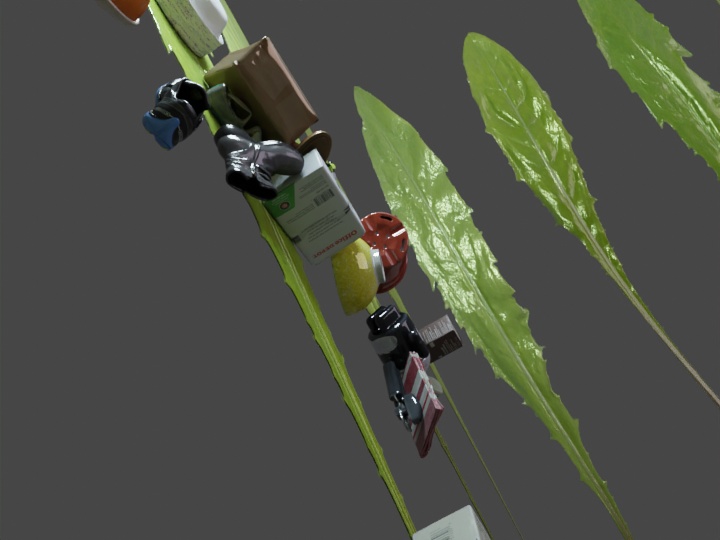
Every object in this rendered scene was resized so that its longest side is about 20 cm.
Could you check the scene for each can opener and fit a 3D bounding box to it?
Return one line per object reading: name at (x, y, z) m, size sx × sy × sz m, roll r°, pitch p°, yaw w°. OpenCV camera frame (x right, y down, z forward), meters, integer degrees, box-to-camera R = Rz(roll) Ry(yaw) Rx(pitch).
can opener at (0.101, 0.284, 1.283) m, size 0.054 × 0.066 × 0.201 m, roll 56°, pitch 12°, yaw -32°

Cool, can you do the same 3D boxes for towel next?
towel at (0.132, 0.301, 1.271) m, size 0.201 × 0.022 × 0.146 m, roll -113°, pitch -148°, yaw -58°

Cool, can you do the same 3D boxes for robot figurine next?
robot figurine at (0.098, 0.187, 1.418) m, size 0.202 × 0.124 × 0.150 m, roll 59°, pitch 7°, yaw -11°

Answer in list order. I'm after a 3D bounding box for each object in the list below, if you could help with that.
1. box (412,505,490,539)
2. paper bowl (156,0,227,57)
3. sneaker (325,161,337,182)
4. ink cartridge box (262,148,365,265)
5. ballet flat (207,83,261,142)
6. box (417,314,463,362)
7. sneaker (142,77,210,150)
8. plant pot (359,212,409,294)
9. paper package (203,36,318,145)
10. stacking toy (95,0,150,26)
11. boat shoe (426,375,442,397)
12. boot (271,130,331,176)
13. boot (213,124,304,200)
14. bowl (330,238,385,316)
box at (0.172, 0.483, 0.819) m, size 0.202 × 0.108 × 0.128 m, roll 60°, pitch 7°, yaw -7°
paper bowl at (-0.376, -0.597, 1.246) m, size 0.202 × 0.103 × 0.201 m, roll 59°, pitch 6°, yaw -10°
sneaker at (-0.119, -0.222, 1.301) m, size 0.071 × 0.198 × 0.084 m, roll -12°, pitch 103°, yaw -43°
ink cartridge box at (-0.100, -0.130, 1.186) m, size 0.201 × 0.145 × 0.084 m, roll 56°, pitch 7°, yaw -39°
ballet flat at (-0.241, -0.293, 1.150) m, size 0.201 × 0.063 × 0.068 m, roll 56°, pitch 10°, yaw -35°
box at (0.218, 0.238, 1.779) m, size 0.100 × 0.198 × 0.075 m, roll 52°, pitch 12°, yaw -42°
sneaker at (-0.244, -0.227, 0.775) m, size 0.071 × 0.082 × 0.200 m, roll 56°, pitch 8°, yaw -30°
plant pot at (0.046, -0.056, 1.505) m, size 0.203 × 0.199 × 0.195 m, roll 61°, pitch -11°, yaw 10°
paper package at (-0.215, -0.369, 1.188) m, size 0.190 × 0.104 × 0.201 m, roll 14°, pitch -34°, yaw 52°
stacking toy at (-0.309, -0.471, 0.806) m, size 0.147 × 0.198 × 0.146 m, roll 59°, pitch 6°, yaw -11°
boat shoe at (0.163, 0.328, 1.601) m, size 0.199 × 0.062 × 0.075 m, roll 33°, pitch 29°, yaw -42°
boot at (-0.146, -0.264, 1.236) m, size 0.073 × 0.200 × 0.156 m, roll 25°, pitch 33°, yaw -36°
boot at (-0.174, -0.179, 1.022) m, size 0.198 × 0.070 × 0.133 m, roll 7°, pitch 47°, yaw -42°
bowl at (0.000, 0.000, 1.316) m, size 0.200 × 0.106 × 0.203 m, roll -11°, pitch 90°, yaw -85°
